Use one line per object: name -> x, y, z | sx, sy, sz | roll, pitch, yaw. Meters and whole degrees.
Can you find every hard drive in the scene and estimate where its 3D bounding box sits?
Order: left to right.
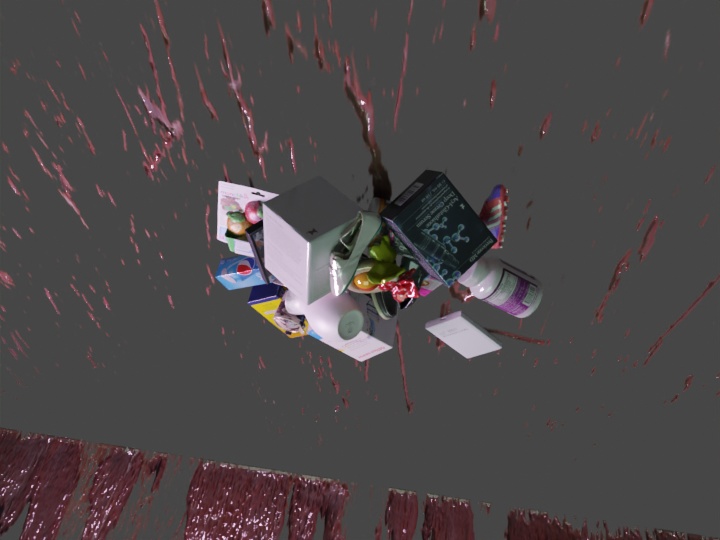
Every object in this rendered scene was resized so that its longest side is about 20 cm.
hard drive -> 0.305, 0.191, 1.944 | 0.132, 0.027, 0.200 | -24, 132, 39

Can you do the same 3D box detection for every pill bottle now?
pill bottle -> 0.109, -0.090, 1.521 | 0.200, 0.117, 0.116 | 14, 145, -5
pill bottle -> 0.342, 0.032, 1.634 | 0.200, 0.112, 0.112 | 25, 143, -19

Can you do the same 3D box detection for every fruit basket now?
fruit basket -> -0.259, -0.118, 1.605 | 0.185, 0.094, 0.200 | 13, 142, -3

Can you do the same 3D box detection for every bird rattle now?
bird rattle -> 0.041, 0.007, 1.495 | 0.163, 0.113, 0.200 | -9, 159, 12

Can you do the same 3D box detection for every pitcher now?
pitcher -> -0.064, 0.090, 1.634 | 0.200, 0.171, 0.121 | 26, 129, 47

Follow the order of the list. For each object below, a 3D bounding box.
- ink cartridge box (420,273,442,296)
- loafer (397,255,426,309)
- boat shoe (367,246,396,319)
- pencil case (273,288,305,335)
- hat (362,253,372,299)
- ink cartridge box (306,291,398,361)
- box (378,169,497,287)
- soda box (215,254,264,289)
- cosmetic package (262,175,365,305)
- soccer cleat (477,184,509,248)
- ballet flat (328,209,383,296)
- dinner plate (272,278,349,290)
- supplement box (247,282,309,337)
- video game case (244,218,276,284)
ink cartridge box -> 0.162, 0.015, 1.729 | 0.095, 0.037, 0.200 | 26, 145, -19
loafer -> 0.126, 0.021, 1.659 | 0.068, 0.070, 0.201 | 19, 138, 13
boat shoe -> 0.065, 0.019, 1.631 | 0.065, 0.200, 0.072 | -14, 170, 36
pencil case -> -0.160, 0.074, 1.761 | 0.089, 0.200, 0.078 | 35, 142, -18
hat -> 0.000, 0.000, 1.699 | 0.200, 0.081, 0.201 | 35, -177, -2
ink cartridge box -> -0.018, 0.137, 1.851 | 0.200, 0.145, 0.147 | 32, 141, -27
box -> 0.164, -0.091, 1.412 | 0.200, 0.148, 0.107 | 47, 178, -19
soda box -> -0.293, -0.003, 1.800 | 0.200, 0.064, 0.068 | -10, 140, 27
cosmetic package -> -0.106, -0.067, 1.490 | 0.167, 0.166, 0.200 | 41, 144, 29
soccer cleat -> 0.291, -0.118, 1.482 | 0.076, 0.067, 0.200 | 7, 148, 13
ballet flat -> -0.027, -0.042, 1.404 | 0.069, 0.069, 0.200 | 27, 99, -21
dinner plate -> -0.116, 0.027, 1.621 | 0.200, 0.024, 0.200 | 5, -174, -1
supplement box -> -0.204, 0.090, 1.867 | 0.109, 0.109, 0.200 | -14, 139, 31
video game case -> -0.176, -0.075, 1.597 | 0.181, 0.026, 0.200 | -33, 147, -16
